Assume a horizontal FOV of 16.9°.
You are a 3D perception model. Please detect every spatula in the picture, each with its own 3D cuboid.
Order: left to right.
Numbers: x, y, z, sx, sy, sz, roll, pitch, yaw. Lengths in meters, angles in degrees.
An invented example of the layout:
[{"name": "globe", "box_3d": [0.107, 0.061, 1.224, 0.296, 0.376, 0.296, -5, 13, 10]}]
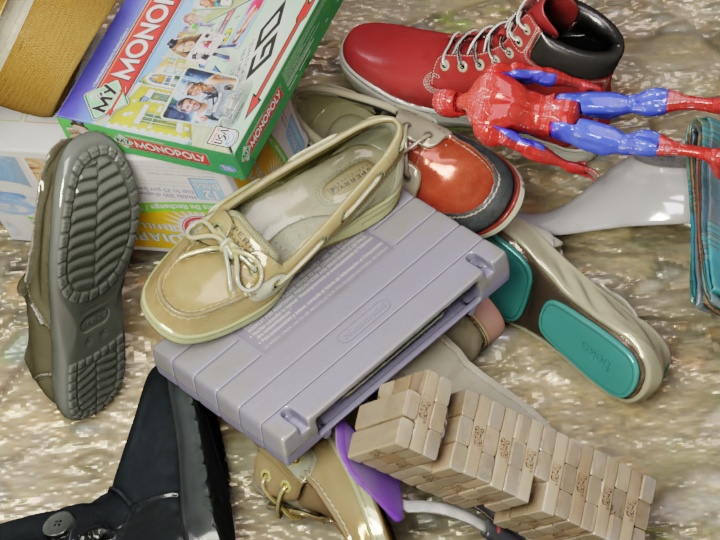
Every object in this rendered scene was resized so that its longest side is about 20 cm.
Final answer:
[{"name": "spatula", "box_3d": [0.061, 0.156, 1.507, 0.199, 0.021, 0.057, 31, 24, -17]}]

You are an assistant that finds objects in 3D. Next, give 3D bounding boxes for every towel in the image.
[{"name": "towel", "box_3d": [0.306, -0.017, 1.625, 0.199, 0.022, 0.148, 15, 58, -22]}]

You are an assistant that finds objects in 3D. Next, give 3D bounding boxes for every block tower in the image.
[{"name": "block tower", "box_3d": [0.093, 0.123, 1.490, 0.199, 0.058, 0.054, 27, 64, -27]}]

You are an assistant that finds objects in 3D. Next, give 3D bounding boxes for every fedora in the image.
[{"name": "fedora", "box_3d": [-0.206, -0.158, 1.541, 0.081, 0.201, 0.202, 26, 59, -12]}]

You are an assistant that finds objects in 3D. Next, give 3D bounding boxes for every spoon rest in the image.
[{"name": "spoon rest", "box_3d": [0.162, -0.053, 1.660, 0.198, 0.061, 0.099, 6, 19, 4]}]

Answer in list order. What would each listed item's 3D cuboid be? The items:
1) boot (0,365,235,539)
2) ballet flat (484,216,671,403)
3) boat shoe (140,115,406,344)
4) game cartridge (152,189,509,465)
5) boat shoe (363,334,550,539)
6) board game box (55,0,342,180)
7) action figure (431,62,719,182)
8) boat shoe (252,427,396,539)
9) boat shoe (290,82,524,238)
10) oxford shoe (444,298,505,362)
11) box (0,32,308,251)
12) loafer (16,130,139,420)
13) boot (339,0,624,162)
[{"name": "boot", "box_3d": [-0.168, 0.144, 1.521, 0.167, 0.077, 0.201, -18, 39, 5]}, {"name": "ballet flat", "box_3d": [0.128, 0.014, 1.628, 0.200, 0.070, 0.069, 42, 66, 18]}, {"name": "boat shoe", "box_3d": [-0.052, -0.029, 1.509, 0.200, 0.063, 0.073, -32, 68, -23]}, {"name": "game cartridge", "box_3d": [-0.019, 0.027, 1.525, 0.200, 0.039, 0.129, -39, 47, -25]}, {"name": "boat shoe", "box_3d": [0.067, 0.109, 1.564, 0.200, 0.063, 0.073, 47, 53, 1]}, {"name": "board game box", "box_3d": [-0.091, -0.155, 1.554, 0.134, 0.029, 0.201, 13, 60, 25]}, {"name": "action figure", "box_3d": [0.144, -0.099, 1.604, 0.199, 0.052, 0.066, 10, 78, 12]}, {"name": "boat shoe", "box_3d": [-0.038, 0.124, 1.543, 0.066, 0.074, 0.200, -29, 47, -6]}, {"name": "boat shoe", "box_3d": [0.027, -0.076, 1.623, 0.200, 0.063, 0.071, 29, 80, 46]}, {"name": "oxford shoe", "box_3d": [0.000, 0.000, 1.623, 0.200, 0.071, 0.074, 37, 73, 21]}, {"name": "box", "box_3d": [-0.150, -0.085, 1.612, 0.199, 0.113, 0.102, 4, 57, 23]}, {"name": "loafer", "box_3d": [-0.191, 0.000, 1.553, 0.069, 0.201, 0.075, 27, 33, 33]}, {"name": "boot", "box_3d": [0.082, -0.157, 1.673, 0.199, 0.145, 0.073, 17, 60, 9]}]
